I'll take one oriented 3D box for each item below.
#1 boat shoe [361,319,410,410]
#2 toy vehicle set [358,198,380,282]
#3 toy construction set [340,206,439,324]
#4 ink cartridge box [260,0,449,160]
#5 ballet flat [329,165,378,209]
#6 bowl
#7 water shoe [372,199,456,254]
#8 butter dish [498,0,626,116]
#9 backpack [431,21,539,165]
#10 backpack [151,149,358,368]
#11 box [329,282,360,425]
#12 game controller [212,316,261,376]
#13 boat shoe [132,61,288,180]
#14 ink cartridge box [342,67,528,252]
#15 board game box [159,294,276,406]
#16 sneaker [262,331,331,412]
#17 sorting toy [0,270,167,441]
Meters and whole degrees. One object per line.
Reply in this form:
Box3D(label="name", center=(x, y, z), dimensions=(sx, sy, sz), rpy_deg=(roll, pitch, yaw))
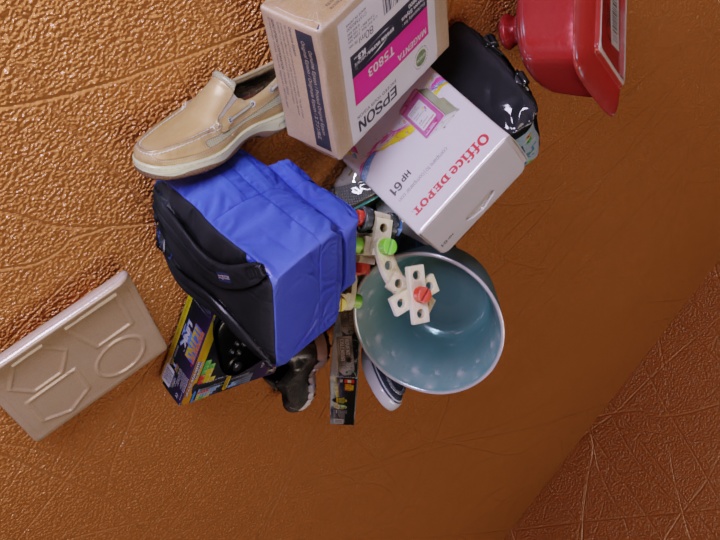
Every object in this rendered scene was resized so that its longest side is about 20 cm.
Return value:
Box3D(label="boat shoe", center=(0.053, 0.095, 1.297), dimensions=(0.090, 0.202, 0.071), rpy_deg=(-32, 128, 23))
Box3D(label="toy vehicle set", center=(-0.027, -0.017, 1.278), dimensions=(0.123, 0.027, 0.201), rpy_deg=(-32, 150, -23))
Box3D(label="toy construction set", center=(0.000, 0.000, 1.052), dimensions=(0.091, 0.198, 0.133), rpy_deg=(12, 84, -43))
Box3D(label="ink cartridge box", center=(0.003, -0.237, 0.906), dimensions=(0.200, 0.075, 0.166), rpy_deg=(-49, 151, -25))
Box3D(label="ballet flat", center=(0.025, -0.123, 1.150), dimensions=(0.198, 0.073, 0.072), rpy_deg=(-20, 156, 12))
Box3D(label="bowl", center=(0.098, 0.047, 1.208), dimensions=(0.202, 0.199, 0.105), rpy_deg=(-63, 175, 32))
Box3D(label="water shoe", center=(0.067, -0.039, 1.272), dimensions=(0.079, 0.072, 0.199), rpy_deg=(-40, 139, 17))
Box3D(label="butter dish", center=(0.241, -0.303, 1.142), dimensions=(0.199, 0.146, 0.203), rpy_deg=(18, 73, -59))
Box3D(label="backpack", center=(0.158, -0.192, 1.174), dimensions=(0.154, 0.164, 0.199), rpy_deg=(-43, 161, 16))
Box3D(label="backpack", center=(-0.109, -0.029, 0.960), dimensions=(0.167, 0.199, 0.164), rpy_deg=(-36, 148, -35))
Box3D(label="box", center=(-0.021, 0.121, 1.309), dimensions=(0.039, 0.139, 0.201), rpy_deg=(3, 154, 0))
Box3D(label="game controller", center=(-0.095, 0.049, 1.137), dimensions=(0.199, 0.042, 0.105), rpy_deg=(-32, 149, -27))
Box3D(label="boat shoe", center=(-0.138, -0.156, 0.896), dimensions=(0.199, 0.071, 0.077), rpy_deg=(-37, 146, -38))
Box3D(label="ink cartridge box", center=(0.066, -0.141, 1.042), dimensions=(0.145, 0.200, 0.085), rpy_deg=(-47, 153, 6))
Box3D(label="board game box", center=(-0.154, 0.067, 1.185), dimensions=(0.164, 0.057, 0.202), rpy_deg=(-14, 140, -44))
Box3D(label="sneaker", center=(-0.107, 0.151, 1.364), dimensions=(0.089, 0.067, 0.201), rpy_deg=(-10, 149, -23))
Box3D(label="sorting toy", center=(-0.315, 0.094, 1.028), dimensions=(0.184, 0.037, 0.201), rpy_deg=(-36, 156, -17))
